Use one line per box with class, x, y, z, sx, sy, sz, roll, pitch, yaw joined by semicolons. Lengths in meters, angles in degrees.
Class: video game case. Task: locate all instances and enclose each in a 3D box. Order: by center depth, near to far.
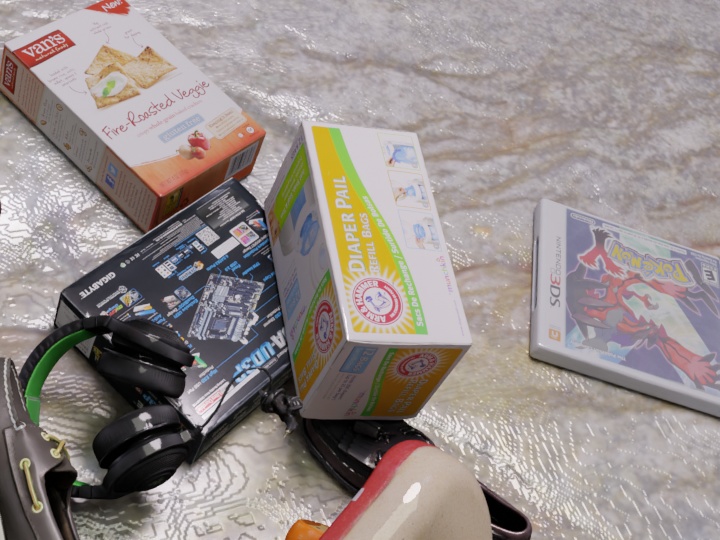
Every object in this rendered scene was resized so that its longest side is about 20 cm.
video game case;0.254;0.031;1.126;0.197;0.023;0.184;18;49;-10

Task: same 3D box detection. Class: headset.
headset;-0.144;0.096;0.838;0.197;0.094;0.126;-5;77;15

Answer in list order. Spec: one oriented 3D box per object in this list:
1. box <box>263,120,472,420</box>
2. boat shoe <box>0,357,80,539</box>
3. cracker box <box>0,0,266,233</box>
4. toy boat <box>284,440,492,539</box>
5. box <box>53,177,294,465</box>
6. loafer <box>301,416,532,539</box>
box;0.000;0.000;0.920;0.100;0.113;0.202;3;55;-23
boat shoe;-0.212;0.144;0.779;0.060;0.072;0.204;-17;65;-5
cracker box;-0.198;-0.140;1.041;0.200;0.058;0.134;42;49;12
toy boat;-0.003;0.204;0.823;0.130;0.131;0.200;17;55;47
box;-0.116;0.032;0.949;0.159;0.046;0.200;42;49;11
loafer;0.046;0.153;0.913;0.199;0.063;0.072;37;48;7
